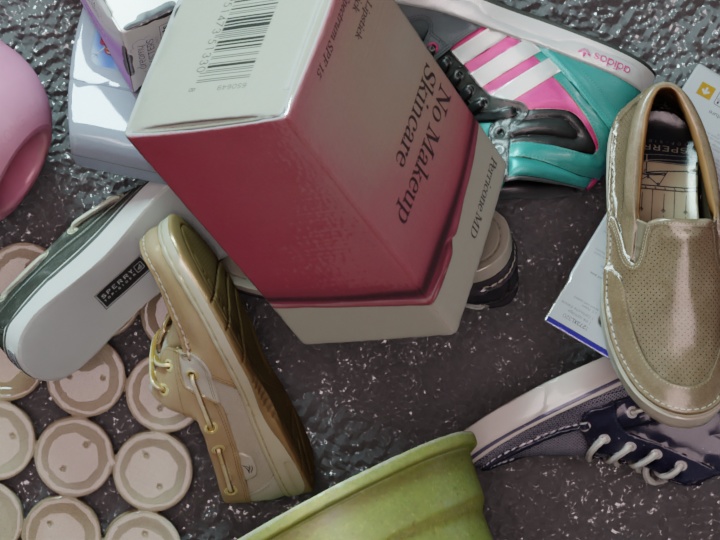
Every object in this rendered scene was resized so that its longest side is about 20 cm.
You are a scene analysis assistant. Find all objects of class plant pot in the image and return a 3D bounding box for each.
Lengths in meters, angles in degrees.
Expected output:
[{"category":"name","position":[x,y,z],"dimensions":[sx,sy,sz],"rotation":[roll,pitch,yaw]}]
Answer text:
[{"category":"plant pot","position":[0.020,0.219,1.337],"dimensions":[0.200,0.200,0.184],"rotation":[-29,80,1]}]

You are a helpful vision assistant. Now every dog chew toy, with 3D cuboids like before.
[{"category":"dog chew toy","position":[-0.286,-0.106,1.405],"dimensions":[0.200,0.125,0.125],"rotation":[29,91,10]}]

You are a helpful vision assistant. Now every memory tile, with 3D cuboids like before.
[{"category":"memory tile","position":[-0.172,0.090,1.448],"dimensions":[0.153,0.017,0.200],"rotation":[10,91,2]}]

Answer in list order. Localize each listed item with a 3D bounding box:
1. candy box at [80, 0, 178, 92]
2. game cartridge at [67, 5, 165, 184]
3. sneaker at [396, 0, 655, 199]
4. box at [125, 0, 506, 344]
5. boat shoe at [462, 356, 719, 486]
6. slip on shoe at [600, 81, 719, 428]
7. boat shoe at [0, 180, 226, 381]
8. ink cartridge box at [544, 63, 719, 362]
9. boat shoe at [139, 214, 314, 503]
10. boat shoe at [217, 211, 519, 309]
[{"category":"candy box","position":[-0.084,-0.223,1.373],"dimensions":[0.200,0.072,0.168],"rotation":[-25,67,-11]},{"category":"game cartridge","position":[-0.098,-0.143,1.394],"dimensions":[0.133,0.042,0.200],"rotation":[14,64,2]},{"category":"sneaker","position":[0.066,-0.096,1.413],"dimensions":[0.200,0.084,0.121],"rotation":[19,81,0]},{"category":"box","position":[-0.019,-0.067,1.292],"dimensions":[0.109,0.200,0.128],"rotation":[-4,53,32]},{"category":"boat shoe","position":[0.161,0.098,1.409],"dimensions":[0.200,0.075,0.093],"rotation":[-25,82,1]},{"category":"slip on shoe","position":[0.178,-0.012,1.336],"dimensions":[0.076,0.061,0.200],"rotation":[3,68,-5]},{"category":"boat shoe","position":[-0.140,-0.019,1.405],"dimensions":[0.200,0.064,0.071],"rotation":[-39,131,-12]},{"category":"ink cartridge box","position":[0.194,-0.021,1.392],"dimensions":[0.095,0.037,0.200],"rotation":[31,67,6]},{"category":"boat shoe","position":[-0.093,0.061,1.392],"dimensions":[0.069,0.074,0.200],"rotation":[-20,116,9]},{"category":"boat shoe","position":[0.000,0.000,1.416],"dimensions":[0.200,0.063,0.073],"rotation":[0,56,20]}]
